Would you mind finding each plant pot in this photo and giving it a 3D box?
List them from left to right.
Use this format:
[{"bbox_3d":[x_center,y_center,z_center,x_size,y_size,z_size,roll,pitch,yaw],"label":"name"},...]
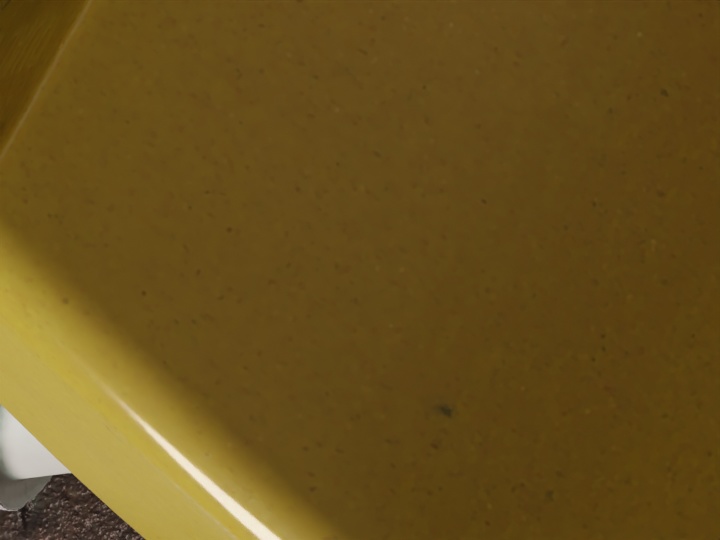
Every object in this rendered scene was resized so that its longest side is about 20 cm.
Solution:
[{"bbox_3d":[0.011,-0.020,0.577,0.176,0.201,0.200,32,171,-15],"label":"plant pot"}]

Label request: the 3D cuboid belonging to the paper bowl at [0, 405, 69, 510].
[{"bbox_3d":[-0.135,0.009,1.234,0.104,0.202,0.201,17,175,10],"label":"paper bowl"}]
